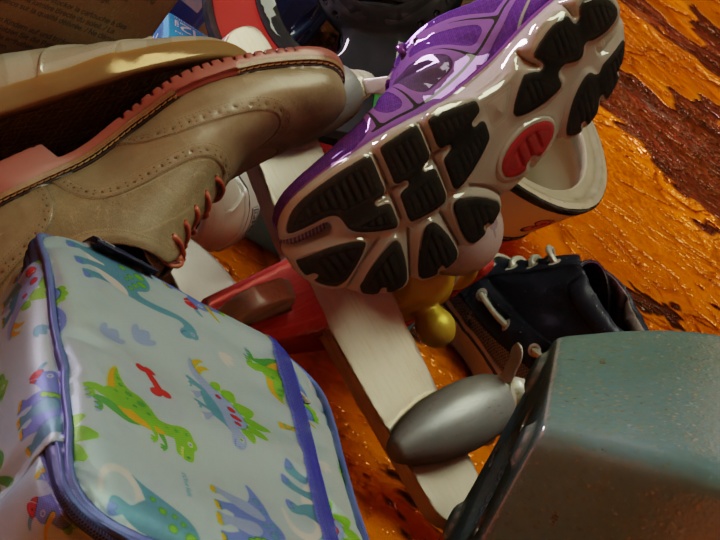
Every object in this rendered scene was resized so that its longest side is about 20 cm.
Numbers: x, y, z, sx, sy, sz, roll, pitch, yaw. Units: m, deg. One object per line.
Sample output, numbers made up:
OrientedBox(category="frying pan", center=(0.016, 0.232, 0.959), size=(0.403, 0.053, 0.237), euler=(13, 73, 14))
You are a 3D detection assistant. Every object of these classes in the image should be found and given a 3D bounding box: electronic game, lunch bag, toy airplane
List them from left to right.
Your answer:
OrientedBox(category="lunch bag", center=(-0.073, 0.082, 0.917), size=(0.161, 0.082, 0.200), euler=(31, 21, -25))
OrientedBox(category="toy airplane", center=(0.000, 0.000, 1.126), size=(0.200, 0.141, 0.199), euler=(42, 35, -32))
OrientedBox(category="electronic game", center=(0.016, -0.153, 1.246), size=(0.200, 0.200, 0.042), euler=(46, -11, 23))

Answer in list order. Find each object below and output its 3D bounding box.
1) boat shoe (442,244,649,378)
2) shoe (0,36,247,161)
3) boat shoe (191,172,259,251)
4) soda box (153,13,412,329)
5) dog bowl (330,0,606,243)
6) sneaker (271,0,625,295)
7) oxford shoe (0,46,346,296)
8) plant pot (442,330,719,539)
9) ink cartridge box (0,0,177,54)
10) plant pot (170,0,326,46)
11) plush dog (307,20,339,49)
OrientedBox(category="boat shoe", center=(0.095, 0.015, 1.329), size=(0.075, 0.093, 0.200), euler=(20, 26, -41))
OrientedBox(category="shoe", center=(-0.141, -0.077, 1.056), size=(0.200, 0.070, 0.053), euler=(-14, 55, -25))
OrientedBox(category="boat shoe", center=(-0.136, -0.084, 1.200), size=(0.200, 0.072, 0.066), euler=(50, 17, 9))
OrientedBox(category="soda box", center=(-0.039, -0.052, 1.288), size=(0.200, 0.068, 0.064), euler=(30, 20, -19))
OrientedBox(category="dog bowl", center=(0.062, -0.100, 1.504), size=(0.200, 0.074, 0.200), euler=(37, 31, -27))
OrientedBox(category="sneaker", center=(0.033, -0.064, 1.081), size=(0.083, 0.200, 0.081), euler=(25, -36, 43))
OrientedBox(category="oxford shoe", center=(-0.085, -0.030, 1.040), size=(0.075, 0.200, 0.070), euler=(56, -13, 26))
OrientedBox(category="plant pot", center=(0.139, 0.135, 1.016), size=(0.200, 0.196, 0.196), euler=(26, 20, -1))
OrientedBox(category="ink cartridge box", center=(-0.192, -0.133, 1.063), size=(0.200, 0.165, 0.075), euler=(19, 27, -43))
OrientedBox(category="plant pot", center=(-0.092, -0.224, 1.405), size=(0.200, 0.200, 0.180), euler=(37, 27, -2))
OrientedBox(category="plush dog", center=(-0.032, -0.215, 1.587), size=(0.172, 0.160, 0.200), euler=(-25, 62, -42))
